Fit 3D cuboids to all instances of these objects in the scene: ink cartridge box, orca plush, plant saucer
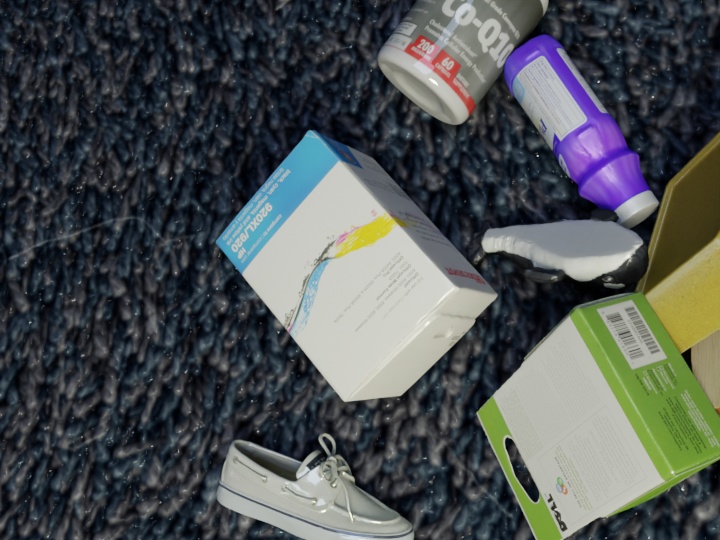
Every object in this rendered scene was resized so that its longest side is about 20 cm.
[{"bbox_3d":[0.000,0.000,0.813,0.145,0.147,0.200,-46,70,13],"label":"ink cartridge box"},{"bbox_3d":[0.185,0.001,0.808,0.199,0.072,0.105,-5,33,42],"label":"orca plush"},{"bbox_3d":[0.197,0.135,0.748,0.075,0.201,0.149,-11,62,-28],"label":"ink cartridge box"},{"bbox_3d":[0.291,-0.043,0.711,0.048,0.200,0.201,25,63,0],"label":"plant saucer"}]

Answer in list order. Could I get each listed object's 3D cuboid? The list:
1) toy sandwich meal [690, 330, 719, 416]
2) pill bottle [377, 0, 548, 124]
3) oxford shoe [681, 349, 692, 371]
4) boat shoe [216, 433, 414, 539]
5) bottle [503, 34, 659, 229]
[{"bbox_3d":[0.351,0.050,0.663,0.205,0.070,0.207,-38,39,40],"label":"toy sandwich meal"},{"bbox_3d":[0.117,-0.260,0.877,0.114,0.114,0.201,36,89,19],"label":"pill bottle"},{"bbox_3d":[0.339,0.068,0.773,0.198,0.058,0.076,-19,70,7],"label":"oxford shoe"},{"bbox_3d":[-0.040,0.200,0.819,0.200,0.074,0.087,13,96,23],"label":"boat shoe"},{"bbox_3d":[0.214,-0.132,0.841,0.065,0.083,0.201,-32,71,11],"label":"bottle"}]
